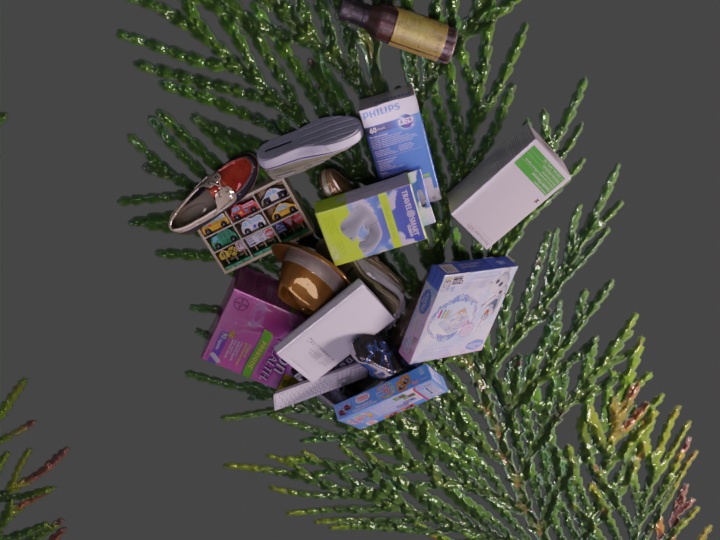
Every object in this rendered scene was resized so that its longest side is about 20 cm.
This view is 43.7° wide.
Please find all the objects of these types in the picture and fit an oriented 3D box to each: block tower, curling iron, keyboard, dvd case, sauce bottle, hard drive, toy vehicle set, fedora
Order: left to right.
[{"bbox_3d":[-0.199,-0.087,1.673,0.197,0.027,0.125,-24,117,14],"label":"toy vehicle set"},{"bbox_3d":[-0.098,0.029,1.648,0.200,0.200,0.083,37,70,-18],"label":"fedora"},{"bbox_3d":[-0.076,0.222,1.738,0.197,0.011,0.057,-18,137,-17],"label":"keyboard"},{"bbox_3d":[-0.046,0.113,1.642,0.199,0.027,0.132,-38,137,6],"label":"hard drive"},{"bbox_3d":[-0.029,0.197,1.770,0.150,0.025,0.200,-38,140,5],"label":"dvd case"},{"bbox_3d":[0.013,0.264,1.822,0.049,0.026,0.199,-32,143,19],"label":"curling iron"},{"bbox_3d":[0.061,-0.400,1.473,0.197,0.065,0.065,17,118,-10],"label":"sauce bottle"},{"bbox_3d":[0.109,0.102,1.762,0.057,0.054,0.202,21,117,-11],"label":"block tower"}]

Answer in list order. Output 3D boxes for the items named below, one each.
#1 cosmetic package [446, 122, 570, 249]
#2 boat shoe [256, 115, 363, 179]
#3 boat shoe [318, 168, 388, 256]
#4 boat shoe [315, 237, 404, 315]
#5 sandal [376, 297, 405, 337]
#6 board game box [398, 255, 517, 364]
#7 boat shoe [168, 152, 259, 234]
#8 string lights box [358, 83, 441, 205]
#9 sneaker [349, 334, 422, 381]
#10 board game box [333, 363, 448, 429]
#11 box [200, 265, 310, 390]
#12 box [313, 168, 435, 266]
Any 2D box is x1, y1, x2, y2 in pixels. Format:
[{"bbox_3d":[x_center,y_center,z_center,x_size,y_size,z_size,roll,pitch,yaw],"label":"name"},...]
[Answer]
[{"bbox_3d":[0.261,-0.150,1.602,0.107,0.085,0.200,39,111,-21],"label":"cosmetic package"},{"bbox_3d":[-0.085,-0.217,1.585,0.196,0.073,0.062,-14,143,12],"label":"boat shoe"},{"bbox_3d":[0.003,-0.116,1.628,0.075,0.072,0.200,-22,128,27],"label":"boat shoe"},{"bbox_3d":[0.000,0.000,1.695,0.200,0.069,0.075,43,133,-12],"label":"boat shoe"},{"bbox_3d":[0.008,0.114,1.776,0.202,0.050,0.082,-40,128,7],"label":"sandal"},{"bbox_3d":[0.184,0.073,1.692,0.197,0.043,0.202,-6,126,-39],"label":"board game box"},{"bbox_3d":[-0.264,-0.137,1.610,0.199,0.063,0.072,-38,86,12],"label":"boat shoe"},{"bbox_3d":[0.071,-0.212,1.582,0.101,0.059,0.203,-14,118,8],"label":"string lights box"},{"bbox_3d":[0.039,0.177,1.696,0.076,0.077,0.199,-30,147,26],"label":"sneaker"},{"bbox_3d":[0.062,0.248,1.740,0.197,0.037,0.151,-26,158,9],"label":"board game box"},{"bbox_3d":[-0.184,0.117,1.747,0.197,0.097,0.177,24,117,-13],"label":"box"},{"bbox_3d":[0.029,-0.092,1.582,0.197,0.048,0.123,-17,125,5],"label":"box"}]
